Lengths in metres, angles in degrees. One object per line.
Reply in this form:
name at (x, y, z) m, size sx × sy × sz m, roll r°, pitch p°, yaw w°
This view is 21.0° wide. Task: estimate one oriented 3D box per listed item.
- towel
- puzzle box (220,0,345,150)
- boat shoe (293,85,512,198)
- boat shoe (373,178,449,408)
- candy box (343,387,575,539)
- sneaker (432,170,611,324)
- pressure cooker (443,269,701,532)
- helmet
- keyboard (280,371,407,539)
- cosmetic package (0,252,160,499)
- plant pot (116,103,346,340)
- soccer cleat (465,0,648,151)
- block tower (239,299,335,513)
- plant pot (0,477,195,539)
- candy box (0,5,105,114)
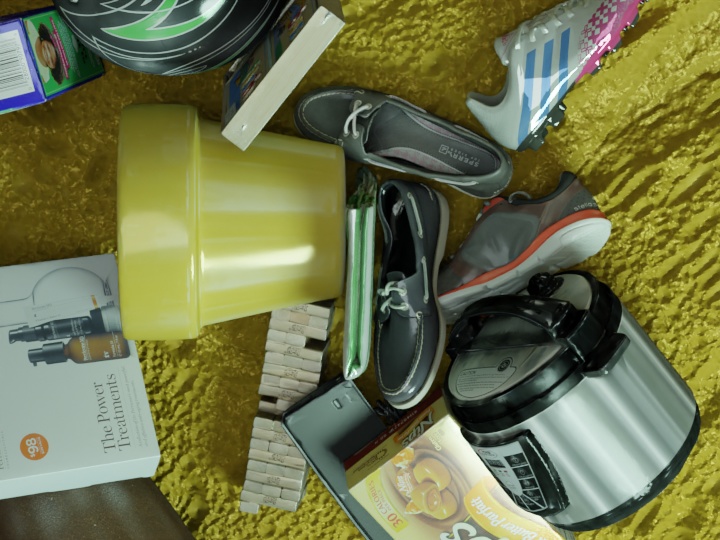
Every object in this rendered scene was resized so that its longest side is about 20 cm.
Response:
towel at (0.000, 0.000, 1.641) m, size 0.023 × 0.200 × 0.153 m, roll 1°, pitch 101°, yaw 1°
puzzle box at (-0.066, -0.182, 1.611) m, size 0.025 × 0.200 × 0.133 m, roll 36°, pitch 103°, yaw -14°
boat shoe at (0.037, -0.117, 1.675) m, size 0.199 × 0.057 × 0.067 m, roll 20°, pitch 81°, yaw 5°
boat shoe at (0.031, 0.017, 1.668) m, size 0.072 × 0.063 × 0.201 m, roll -8°, pitch 67°, yaw 38°
candy box at (0.091, 0.214, 1.725) m, size 0.115 × 0.055 × 0.200 m, roll -37°, pitch 113°, yaw 12°
sneaker at (0.122, -0.020, 1.704) m, size 0.199 × 0.077 × 0.082 m, roll -28°, pitch 67°, yaw 16°
pressure cooker at (0.167, 0.097, 1.645) m, size 0.176 × 0.179 × 0.200 m, roll -33°, pitch 111°, yaw 18°
helmet at (-0.156, -0.255, 1.614) m, size 0.199 × 0.200 × 0.191 m, roll 21°, pitch 105°, yaw 1°
keyboard at (0.018, 0.172, 1.750) m, size 0.104 × 0.040 × 0.200 m, roll -31°, pitch 116°, yaw 6°
cosmetic package at (-0.268, 0.090, 1.685) m, size 0.150 × 0.052 × 0.201 m, roll -9°, pitch 65°, yaw -18°
plant pot at (-0.108, -0.040, 1.653) m, size 0.188 × 0.201 × 0.202 m, roll 1°, pitch 102°, yaw -4°
soccer cleat at (0.167, -0.194, 1.650) m, size 0.086 × 0.070 × 0.200 m, roll 36°, pitch 103°, yaw -3°
block tower at (-0.064, 0.119, 1.748) m, size 0.058 × 0.054 × 0.201 m, roll 12°, pitch 103°, yaw 4°
plant pot at (-0.265, 0.207, 1.738) m, size 0.186 × 0.187 × 0.201 m, roll -28°, pitch 84°, yaw 11°
candy box at (-0.325, -0.169, 1.640) m, size 0.168 × 0.200 × 0.077 m, roll -13°, pitch 102°, yaw 10°
